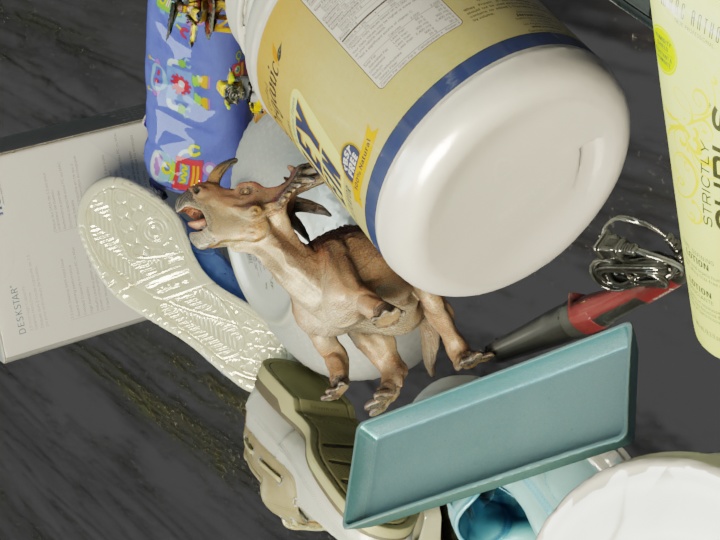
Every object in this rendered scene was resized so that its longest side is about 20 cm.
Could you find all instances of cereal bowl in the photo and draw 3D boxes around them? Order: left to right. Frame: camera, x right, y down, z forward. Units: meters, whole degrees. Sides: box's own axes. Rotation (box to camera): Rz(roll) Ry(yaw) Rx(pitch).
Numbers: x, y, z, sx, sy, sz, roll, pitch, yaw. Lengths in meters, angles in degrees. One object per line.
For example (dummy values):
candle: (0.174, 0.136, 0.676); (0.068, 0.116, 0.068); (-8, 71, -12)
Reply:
cereal bowl: (-0.031, -0.019, 1.052); (0.200, 0.083, 0.202); (39, 138, 47)

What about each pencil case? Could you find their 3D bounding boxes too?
pencil case: (-0.117, -0.151, 1.139); (0.086, 0.078, 0.201); (15, 123, 20)

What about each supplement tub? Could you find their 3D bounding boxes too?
supplement tub: (0.028, -0.100, 0.828); (0.200, 0.143, 0.145); (52, 146, 36)

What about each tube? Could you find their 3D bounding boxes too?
tube: (0.150, -0.045, 0.660); (0.058, 0.052, 0.201); (4, 138, 22)

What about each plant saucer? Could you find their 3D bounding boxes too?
plant saucer: (0.069, 0.090, 0.873); (0.199, 0.019, 0.070); (-24, 43, 38)

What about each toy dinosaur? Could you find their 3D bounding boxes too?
toy dinosaur: (0.000, 0.000, 0.925); (0.086, 0.199, 0.136); (-35, 59, 24)

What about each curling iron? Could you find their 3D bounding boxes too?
curling iron: (0.114, 0.016, 0.855); (0.049, 0.026, 0.200); (35, 155, -6)

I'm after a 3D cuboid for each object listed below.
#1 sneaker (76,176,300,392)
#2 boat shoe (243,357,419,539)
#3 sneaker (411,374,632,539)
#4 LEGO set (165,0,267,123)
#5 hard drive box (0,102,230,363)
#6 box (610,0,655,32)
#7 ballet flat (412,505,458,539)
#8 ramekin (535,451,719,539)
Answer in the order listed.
sneaker: (-0.121, 0.013, 1.181); (0.200, 0.077, 0.111); (39, 179, 3)
boat shoe: (-0.022, 0.131, 1.018); (0.069, 0.074, 0.200); (-68, 27, 16)
sneaker: (0.068, 0.115, 0.922); (0.074, 0.082, 0.200); (58, 157, -17)
LEGO set: (-0.077, -0.191, 0.948); (0.154, 0.115, 0.201); (-103, 22, -47)
hard drive box: (-0.209, -0.036, 1.250); (0.077, 0.199, 0.157); (18, 120, 57)
box: (0.170, -0.169, 0.627); (0.159, 0.046, 0.201); (46, 143, 41)
ballet flat: (0.038, 0.183, 0.998); (0.064, 0.067, 0.201); (106, 160, -47)
ramekin: (0.173, 0.174, 0.718); (0.201, 0.094, 0.204); (11, 106, 43)
